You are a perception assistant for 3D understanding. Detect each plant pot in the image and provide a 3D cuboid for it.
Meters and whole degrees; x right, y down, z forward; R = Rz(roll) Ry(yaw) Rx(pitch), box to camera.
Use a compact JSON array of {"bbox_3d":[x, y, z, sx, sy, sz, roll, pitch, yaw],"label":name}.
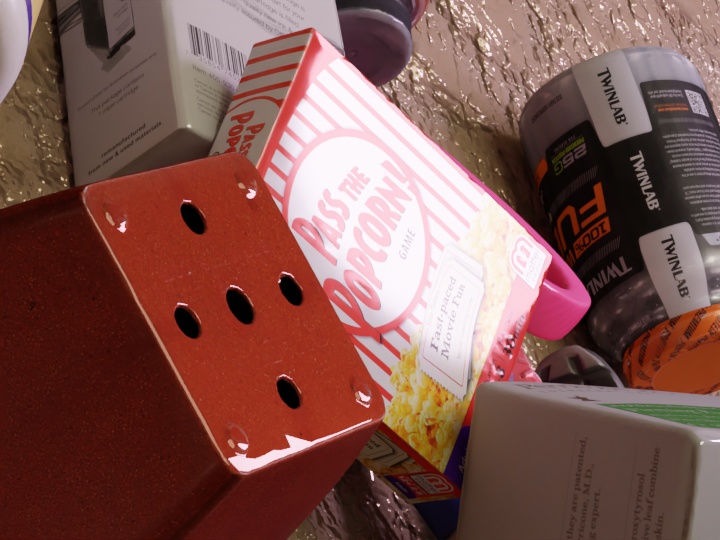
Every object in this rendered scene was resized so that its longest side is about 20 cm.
[{"bbox_3d":[-0.112,0.054,1.274,0.200,0.176,0.200,60,29,7],"label":"plant pot"}]

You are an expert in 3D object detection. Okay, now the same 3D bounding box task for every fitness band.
[{"bbox_3d":[0.046,-0.036,1.670,0.200,0.037,0.144,39,9,-7],"label":"fitness band"}]

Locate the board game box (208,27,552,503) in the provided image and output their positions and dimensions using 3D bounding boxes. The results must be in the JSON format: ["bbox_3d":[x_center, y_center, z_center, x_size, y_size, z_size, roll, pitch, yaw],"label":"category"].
[{"bbox_3d":[0.000,0.000,1.489,0.200,0.046,0.152,41,55,-32],"label":"board game box"}]

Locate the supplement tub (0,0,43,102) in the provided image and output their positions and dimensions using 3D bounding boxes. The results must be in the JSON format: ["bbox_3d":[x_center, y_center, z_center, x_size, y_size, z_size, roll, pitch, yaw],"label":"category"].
[{"bbox_3d":[-0.209,-0.166,1.374,0.145,0.145,0.200,42,33,-24],"label":"supplement tub"}]

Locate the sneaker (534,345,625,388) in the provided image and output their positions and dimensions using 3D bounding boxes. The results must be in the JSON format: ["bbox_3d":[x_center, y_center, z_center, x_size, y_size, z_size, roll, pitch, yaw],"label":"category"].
[{"bbox_3d":[0.148,0.138,1.695,0.200,0.075,0.079,70,18,-1],"label":"sneaker"}]

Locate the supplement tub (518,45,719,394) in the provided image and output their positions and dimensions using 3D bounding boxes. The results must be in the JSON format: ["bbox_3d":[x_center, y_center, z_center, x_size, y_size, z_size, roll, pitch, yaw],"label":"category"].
[{"bbox_3d":[0.182,-0.027,1.842,0.122,0.122,0.200,16,48,-49],"label":"supplement tub"}]

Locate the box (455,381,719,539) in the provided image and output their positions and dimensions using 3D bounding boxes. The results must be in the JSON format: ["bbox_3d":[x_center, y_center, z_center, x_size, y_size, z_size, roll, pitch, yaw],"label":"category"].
[{"bbox_3d":[0.169,0.166,1.477,0.199,0.171,0.200,5,92,-37],"label":"box"}]

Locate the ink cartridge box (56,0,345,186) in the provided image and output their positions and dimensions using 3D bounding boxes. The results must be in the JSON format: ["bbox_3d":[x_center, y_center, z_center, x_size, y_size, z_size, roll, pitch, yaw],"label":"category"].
[{"bbox_3d":[-0.081,-0.108,1.569,0.147,0.083,0.200,28,41,-41],"label":"ink cartridge box"}]

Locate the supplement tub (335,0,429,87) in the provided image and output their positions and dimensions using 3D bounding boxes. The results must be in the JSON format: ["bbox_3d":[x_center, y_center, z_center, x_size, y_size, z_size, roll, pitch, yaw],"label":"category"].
[{"bbox_3d":[-0.013,-0.200,1.735,0.107,0.107,0.200,31,38,-38],"label":"supplement tub"}]

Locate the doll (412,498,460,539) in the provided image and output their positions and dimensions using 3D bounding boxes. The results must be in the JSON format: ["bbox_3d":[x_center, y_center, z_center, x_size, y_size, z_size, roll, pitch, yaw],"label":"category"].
[{"bbox_3d":[0.024,0.059,1.579,0.136,0.048,0.200,-16,65,-29],"label":"doll"}]

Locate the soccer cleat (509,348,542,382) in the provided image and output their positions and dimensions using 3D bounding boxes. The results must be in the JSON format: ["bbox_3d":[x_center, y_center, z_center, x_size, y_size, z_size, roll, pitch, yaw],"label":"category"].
[{"bbox_3d":[0.080,0.071,1.644,0.068,0.073,0.200,22,45,-45],"label":"soccer cleat"}]
